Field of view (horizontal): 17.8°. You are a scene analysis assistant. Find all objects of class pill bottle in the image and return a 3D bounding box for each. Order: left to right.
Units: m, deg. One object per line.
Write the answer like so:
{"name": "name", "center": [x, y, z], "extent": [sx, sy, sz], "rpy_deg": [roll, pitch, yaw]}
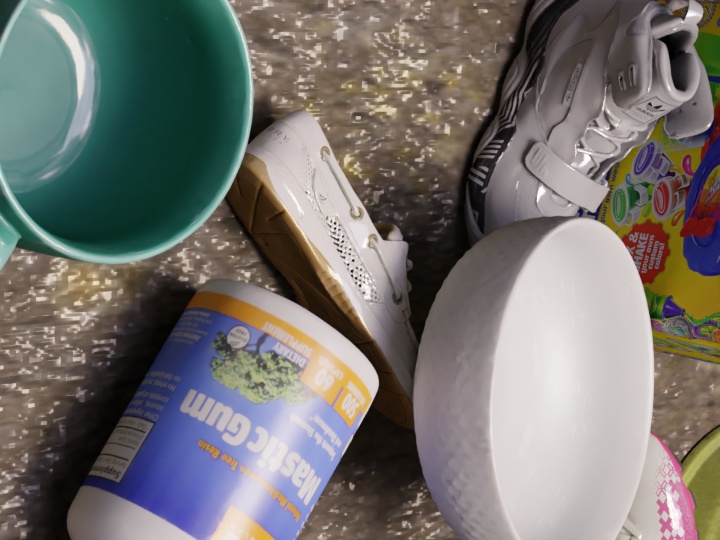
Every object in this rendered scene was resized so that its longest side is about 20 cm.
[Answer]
{"name": "pill bottle", "center": [-0.083, 0.115, 1.194], "extent": [0.112, 0.112, 0.201], "rpy_deg": [42, 69, -37]}

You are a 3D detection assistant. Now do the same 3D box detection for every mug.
{"name": "mug", "center": [-0.156, -0.080, 1.096], "extent": [0.184, 0.114, 0.154], "rpy_deg": [-18, 109, -37]}

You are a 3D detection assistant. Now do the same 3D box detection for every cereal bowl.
{"name": "cereal bowl", "center": [0.087, 0.067, 1.281], "extent": [0.200, 0.083, 0.202], "rpy_deg": [-10, 101, -58]}

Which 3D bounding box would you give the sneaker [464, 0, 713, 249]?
{"name": "sneaker", "center": [0.135, -0.078, 1.353], "extent": [0.075, 0.114, 0.202], "rpy_deg": [23, 82, -41]}

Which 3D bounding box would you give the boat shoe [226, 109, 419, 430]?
{"name": "boat shoe", "center": [0.000, 0.000, 1.275], "extent": [0.069, 0.071, 0.201], "rpy_deg": [-44, 122, -25]}

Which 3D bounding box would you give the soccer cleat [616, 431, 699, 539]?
{"name": "soccer cleat", "center": [0.167, 0.202, 1.456], "extent": [0.086, 0.070, 0.202], "rpy_deg": [-15, 107, -39]}

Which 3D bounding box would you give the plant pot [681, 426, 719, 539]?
{"name": "plant pot", "center": [0.320, 0.210, 1.516], "extent": [0.199, 0.183, 0.202], "rpy_deg": [-8, 102, -41]}

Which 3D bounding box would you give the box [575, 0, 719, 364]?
{"name": "box", "center": [0.231, -0.048, 1.391], "extent": [0.121, 0.192, 0.202], "rpy_deg": [19, 84, -41]}
